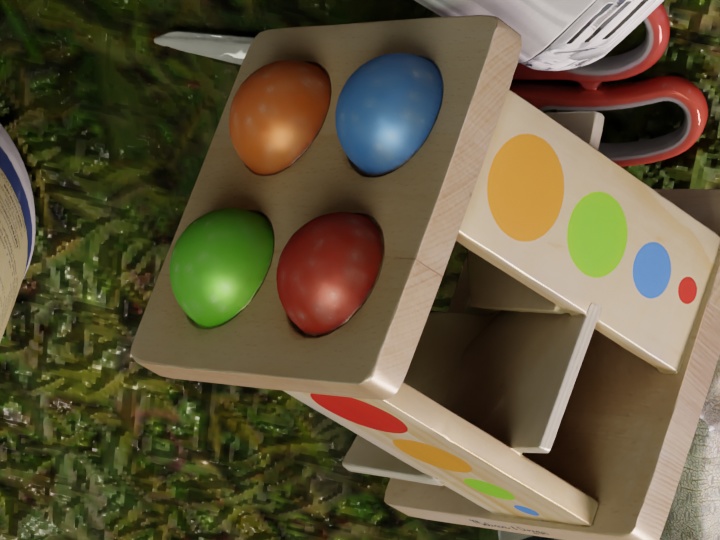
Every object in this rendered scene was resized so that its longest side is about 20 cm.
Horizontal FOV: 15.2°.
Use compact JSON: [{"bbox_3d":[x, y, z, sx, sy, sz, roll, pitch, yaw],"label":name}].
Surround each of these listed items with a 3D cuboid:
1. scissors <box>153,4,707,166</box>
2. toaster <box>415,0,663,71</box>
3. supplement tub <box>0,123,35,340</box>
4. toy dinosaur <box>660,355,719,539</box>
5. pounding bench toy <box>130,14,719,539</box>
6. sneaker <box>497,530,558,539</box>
[{"bbox_3d":[0.025,-0.064,0.978,0.199,0.014,0.073,-5,123,18],"label":"scissors"},{"bbox_3d":[0.066,-0.159,0.845,0.129,0.114,0.200,36,125,-13],"label":"toaster"},{"bbox_3d":[-0.205,0.024,0.982,0.144,0.200,0.145,4,128,5],"label":"supplement tub"},{"bbox_3d":[0.125,0.063,0.978,0.077,0.102,0.201,12,124,9],"label":"toy dinosaur"},{"bbox_3d":[0.000,0.000,0.919,0.156,0.125,0.200,31,162,-36],"label":"pounding bench toy"},{"bbox_3d":[0.122,0.163,1.065,0.200,0.071,0.073,42,124,-13],"label":"sneaker"}]
